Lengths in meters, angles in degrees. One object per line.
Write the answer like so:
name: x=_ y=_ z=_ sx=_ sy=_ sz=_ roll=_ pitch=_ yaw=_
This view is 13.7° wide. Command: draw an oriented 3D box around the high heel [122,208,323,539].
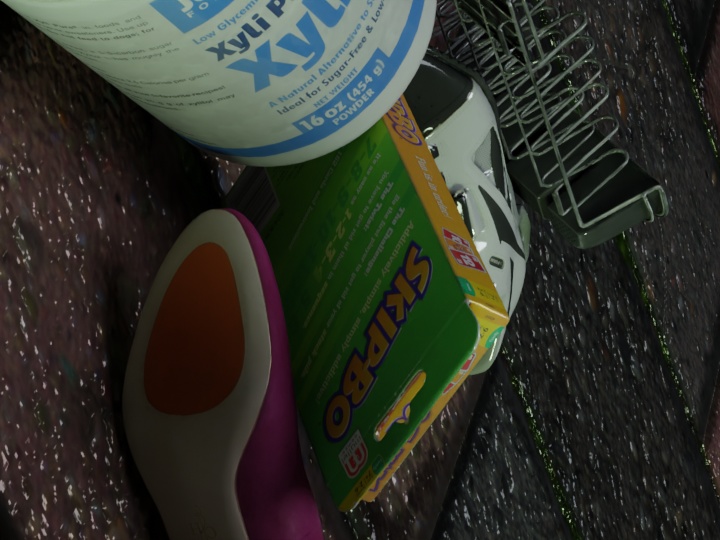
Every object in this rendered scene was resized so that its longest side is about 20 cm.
high heel: x=-0.041 y=0.079 z=1.144 sx=0.096 sy=0.067 sz=0.201 roll=8 pitch=86 yaw=-60

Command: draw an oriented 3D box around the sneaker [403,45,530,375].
sneaker: x=0.033 y=-0.026 z=1.375 sx=0.200 sy=0.074 sz=0.089 roll=57 pitch=31 yaw=-48

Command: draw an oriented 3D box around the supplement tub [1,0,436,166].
supplement tub: x=-0.064 y=-0.129 z=1.106 sx=0.200 sy=0.132 sz=0.132 roll=36 pitch=47 yaw=-60

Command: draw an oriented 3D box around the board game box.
board game box: x=0.000 y=0.000 z=1.159 sx=0.030 sy=0.096 sz=0.200 roll=22 pitch=27 yaw=-28

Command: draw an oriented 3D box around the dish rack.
dish rack: x=0.064 y=-0.109 z=1.407 sx=0.153 sy=0.055 sz=0.200 roll=43 pitch=-15 yaw=40
